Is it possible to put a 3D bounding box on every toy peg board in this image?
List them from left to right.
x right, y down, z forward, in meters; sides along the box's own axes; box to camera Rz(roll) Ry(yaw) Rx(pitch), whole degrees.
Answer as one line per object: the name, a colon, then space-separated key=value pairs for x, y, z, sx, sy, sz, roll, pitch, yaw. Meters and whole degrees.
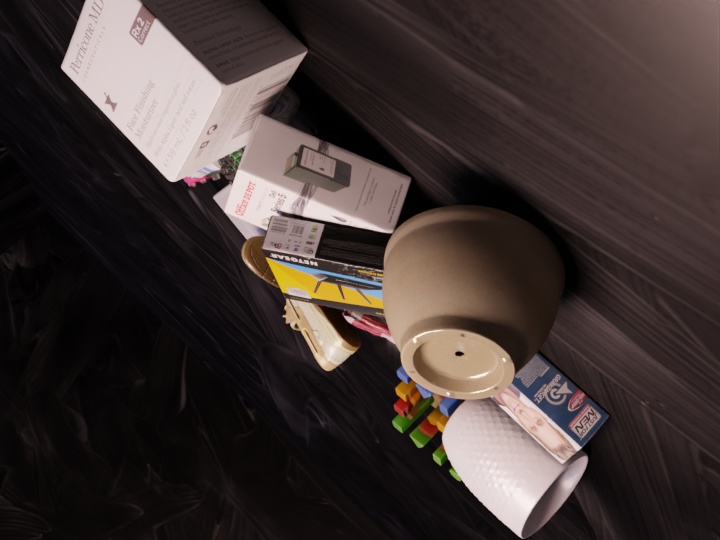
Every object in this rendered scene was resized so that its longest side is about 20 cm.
toy peg board: x=0.131 y=0.231 z=1.550 sx=0.200 sy=0.098 sz=0.200 roll=36 pitch=159 yaw=29

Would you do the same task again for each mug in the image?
mug: x=0.208 y=0.280 z=1.382 sx=0.175 sy=0.147 sz=0.201 roll=39 pitch=149 yaw=29

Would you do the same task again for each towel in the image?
towel: x=0.065 y=0.105 z=1.402 sx=0.199 sy=0.023 sz=0.144 roll=26 pitch=175 yaw=-3

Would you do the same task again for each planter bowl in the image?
planter bowl: x=0.110 y=0.049 z=1.017 sx=0.199 sy=0.135 sz=0.201 roll=10 pitch=140 yaw=8

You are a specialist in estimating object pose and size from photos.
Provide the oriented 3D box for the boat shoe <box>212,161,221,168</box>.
boat shoe: x=-0.243 y=-0.240 z=1.451 sx=0.200 sy=0.065 sz=0.072 roll=52 pitch=-161 yaw=-28

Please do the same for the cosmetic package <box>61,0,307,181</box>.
cosmetic package: x=-0.206 y=-0.248 z=1.126 sx=0.200 sy=0.165 sz=0.165 roll=44 pitch=131 yaw=6

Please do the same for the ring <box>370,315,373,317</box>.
ring: x=0.032 y=0.062 z=1.345 sx=0.199 sy=0.019 sz=0.200 roll=25 pitch=176 yaw=2

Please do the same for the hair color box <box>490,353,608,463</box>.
hair color box: x=0.217 y=0.153 z=1.255 sx=0.200 sy=0.061 sz=0.100 roll=42 pitch=162 yaw=14

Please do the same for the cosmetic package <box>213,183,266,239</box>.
cosmetic package: x=-0.159 y=-0.114 z=1.530 sx=0.102 sy=0.071 sz=0.200 roll=51 pitch=162 yaw=-10

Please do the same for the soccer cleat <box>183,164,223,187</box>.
soccer cleat: x=-0.260 y=-0.195 z=1.620 sx=0.200 sy=0.070 sz=0.087 roll=-2 pitch=113 yaw=64

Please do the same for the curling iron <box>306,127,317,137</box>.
curling iron: x=-0.090 y=-0.121 z=1.287 sx=0.026 sy=0.050 sz=0.200 roll=39 pitch=140 yaw=4

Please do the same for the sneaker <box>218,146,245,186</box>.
sneaker: x=-0.164 y=-0.180 z=1.372 sx=0.201 sy=0.085 sz=0.078 roll=58 pitch=158 yaw=-2

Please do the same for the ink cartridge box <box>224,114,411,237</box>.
ink cartridge box: x=-0.057 y=-0.093 z=1.188 sx=0.199 sy=0.085 sz=0.146 roll=22 pitch=159 yaw=-7

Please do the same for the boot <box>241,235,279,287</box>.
boot: x=-0.130 y=-0.015 z=1.581 sx=0.199 sy=0.073 sz=0.154 roll=20 pitch=-178 yaw=-33

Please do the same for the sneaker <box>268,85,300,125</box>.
sneaker: x=-0.159 y=-0.230 z=1.279 sx=0.200 sy=0.073 sz=0.072 roll=28 pitch=169 yaw=45

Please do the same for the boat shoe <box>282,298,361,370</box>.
boat shoe: x=-0.076 y=0.058 z=1.369 sx=0.074 sy=0.066 sz=0.200 roll=24 pitch=-157 yaw=-46

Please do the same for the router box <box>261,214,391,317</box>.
router box: x=-0.008 y=0.002 z=1.186 sx=0.199 sy=0.051 sz=0.149 roll=10 pitch=156 yaw=14
